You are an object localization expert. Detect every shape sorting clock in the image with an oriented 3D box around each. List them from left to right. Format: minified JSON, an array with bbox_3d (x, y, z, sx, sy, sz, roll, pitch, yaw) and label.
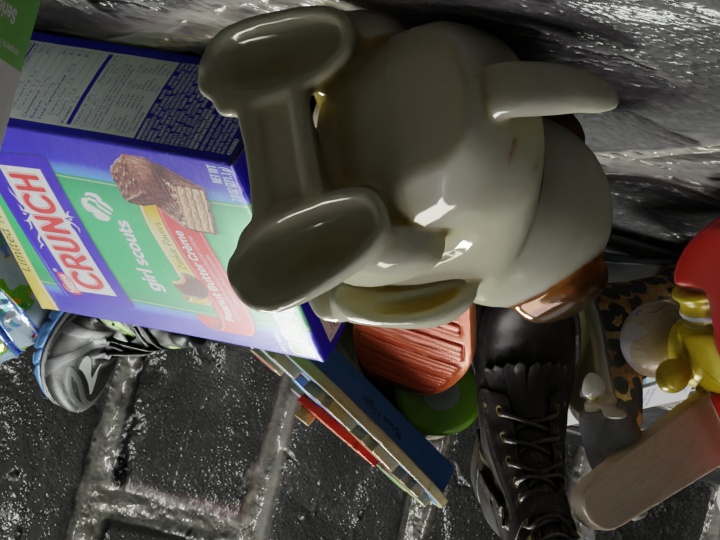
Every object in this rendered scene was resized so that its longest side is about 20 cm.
[{"bbox_3d":[-0.024,0.076,1.542,0.200,0.039,0.200,40,172,7],"label":"shape sorting clock"}]

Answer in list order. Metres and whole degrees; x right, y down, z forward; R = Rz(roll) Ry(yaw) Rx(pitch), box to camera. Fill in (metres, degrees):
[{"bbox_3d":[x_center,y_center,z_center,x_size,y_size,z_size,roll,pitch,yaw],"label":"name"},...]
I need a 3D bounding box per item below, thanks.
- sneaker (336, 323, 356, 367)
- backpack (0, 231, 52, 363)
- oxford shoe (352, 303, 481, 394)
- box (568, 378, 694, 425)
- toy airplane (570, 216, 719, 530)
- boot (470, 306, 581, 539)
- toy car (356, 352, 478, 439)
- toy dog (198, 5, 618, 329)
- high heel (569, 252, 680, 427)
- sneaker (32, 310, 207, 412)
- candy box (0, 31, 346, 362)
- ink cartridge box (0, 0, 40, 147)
[{"bbox_3d":[0.041,0.016,1.775,0.115,0.076,0.200,-26,-177,23],"label":"sneaker"},{"bbox_3d":[-0.268,-0.031,1.685,0.200,0.154,0.163,22,160,12],"label":"backpack"},{"bbox_3d":[0.044,0.002,1.447,0.071,0.073,0.200,21,145,3],"label":"oxford shoe"},{"bbox_3d":[0.186,0.058,1.696,0.200,0.042,0.119,-14,159,-9],"label":"box"},{"bbox_3d":[0.208,0.067,1.446,0.141,0.199,0.200,27,-177,38],"label":"toy airplane"},{"bbox_3d":[0.104,0.118,1.444,0.069,0.200,0.174,-4,-147,-4],"label":"boot"},{"bbox_3d":[0.000,0.000,1.601,0.200,0.158,0.164,26,-177,-1],"label":"toy car"},{"bbox_3d":[0.044,-0.048,1.184,0.194,0.140,0.200,-28,155,19],"label":"toy dog"},{"bbox_3d":[0.194,0.049,1.554,0.142,0.071,0.200,10,-148,-12],"label":"high heel"},{"bbox_3d":[-0.142,0.030,1.632,0.083,0.200,0.071,50,-147,11],"label":"sneaker"},{"bbox_3d":[-0.113,-0.043,1.426,0.200,0.077,0.169,11,144,30],"label":"candy box"},{"bbox_3d":[-0.259,-0.067,1.261,0.145,0.200,0.084,13,174,12],"label":"ink cartridge box"}]
